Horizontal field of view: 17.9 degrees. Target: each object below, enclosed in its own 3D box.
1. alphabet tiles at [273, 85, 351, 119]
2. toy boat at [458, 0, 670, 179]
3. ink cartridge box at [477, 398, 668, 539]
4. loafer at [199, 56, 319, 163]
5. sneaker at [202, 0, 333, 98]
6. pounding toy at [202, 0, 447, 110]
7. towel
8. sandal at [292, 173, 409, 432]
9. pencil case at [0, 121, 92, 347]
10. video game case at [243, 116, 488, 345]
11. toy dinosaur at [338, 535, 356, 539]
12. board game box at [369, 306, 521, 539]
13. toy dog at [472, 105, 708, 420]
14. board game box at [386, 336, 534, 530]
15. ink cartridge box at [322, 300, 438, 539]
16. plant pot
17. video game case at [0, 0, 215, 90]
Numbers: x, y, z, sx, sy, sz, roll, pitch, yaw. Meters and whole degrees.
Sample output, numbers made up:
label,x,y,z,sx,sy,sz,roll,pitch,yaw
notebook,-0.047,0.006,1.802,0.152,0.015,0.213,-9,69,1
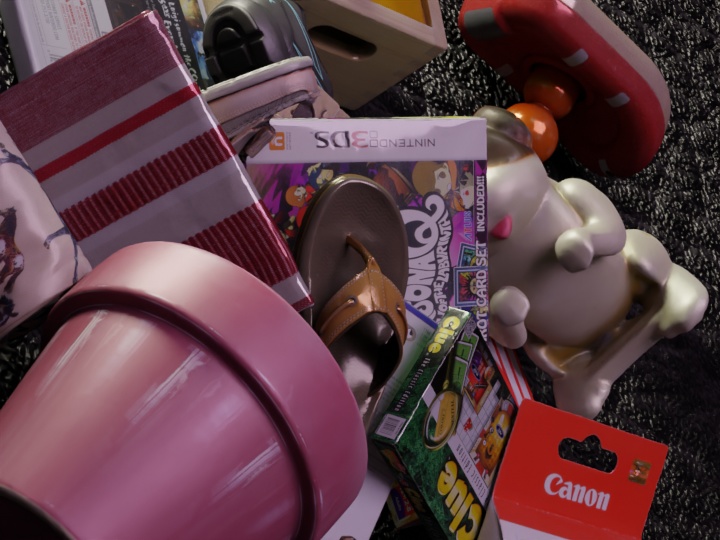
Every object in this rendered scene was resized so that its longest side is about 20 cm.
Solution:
label,x,y,z,sx,sy,sz,roll,pitch,yaw
alphabet tiles,-0.057,-0.018,1.477,0.166,0.006,0.200,42,73,-24
toy boat,0.153,-0.139,1.844,0.200,0.130,0.131,40,70,-24
ink cartridge box,0.141,0.203,1.530,0.162,0.057,0.201,20,92,-42
loafer,-0.112,-0.069,1.400,0.072,0.199,0.063,-23,91,-82
sneaker,-0.040,-0.092,1.544,0.079,0.075,0.201,-25,102,-54
pounding toy,-0.008,-0.241,1.677,0.199,0.142,0.185,17,53,-43
towel,-0.134,-0.036,1.366,0.201,0.144,0.023,61,12,-9
sandal,-0.005,0.042,1.384,0.080,0.054,0.201,17,79,-31
pencil case,-0.235,-0.048,1.318,0.201,0.089,0.078,57,-8,-4
video game case,0.000,0.000,1.485,0.180,0.036,0.201,-2,93,-28
toy dinosaur,-0.028,0.232,1.378,0.101,0.058,0.201,2,82,-19
board game box,0.070,0.123,1.486,0.105,0.023,0.200,-56,143,-22
toy dog,0.125,-0.026,1.612,0.200,0.139,0.194,39,25,-27
board game box,0.053,0.075,1.605,0.151,0.046,0.201,-2,67,-51
ink cartridge box,-0.020,0.105,1.429,0.099,0.039,0.201,36,71,-28
plant pot,-0.126,0.112,1.255,0.200,0.200,0.179,53,51,-8
video game case,-0.164,-0.152,1.528,0.181,0.023,0.201,6,60,-48
